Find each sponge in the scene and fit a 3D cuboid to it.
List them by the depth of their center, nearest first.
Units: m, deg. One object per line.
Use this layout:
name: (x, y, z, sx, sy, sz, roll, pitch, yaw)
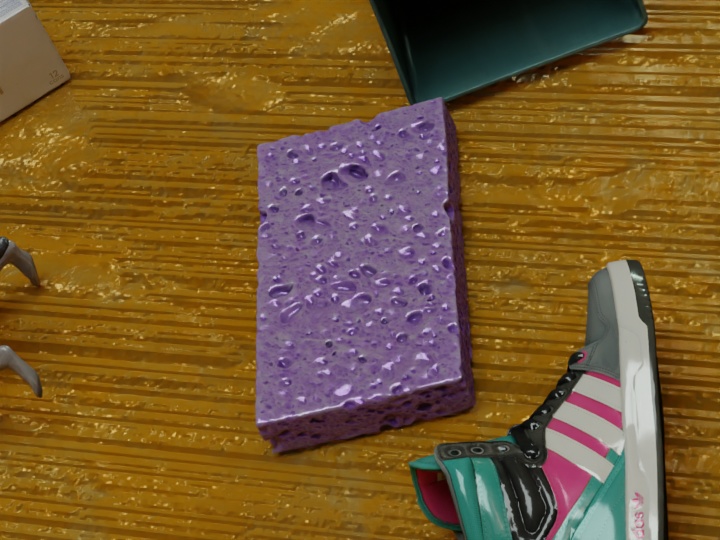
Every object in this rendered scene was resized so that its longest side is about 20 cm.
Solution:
sponge: (0.000, 0.000, 1.266, 0.112, 0.030, 0.200, -13, 48, 13)

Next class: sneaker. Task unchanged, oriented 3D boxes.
sneaker: (0.084, 0.083, 1.130, 0.121, 0.084, 0.200, -3, 52, 8)

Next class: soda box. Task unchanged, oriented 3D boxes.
soda box: (-0.283, -0.102, 1.444, 0.200, 0.068, 0.064, -33, 47, -6)

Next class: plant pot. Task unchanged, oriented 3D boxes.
plant pot: (0.060, -0.224, 1.360, 0.141, 0.141, 0.200, -20, 40, 6)

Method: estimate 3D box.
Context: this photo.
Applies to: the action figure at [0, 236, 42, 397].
action figure: (-0.278, 0.022, 1.317, 0.193, 0.105, 0.200, -12, 50, 0)
